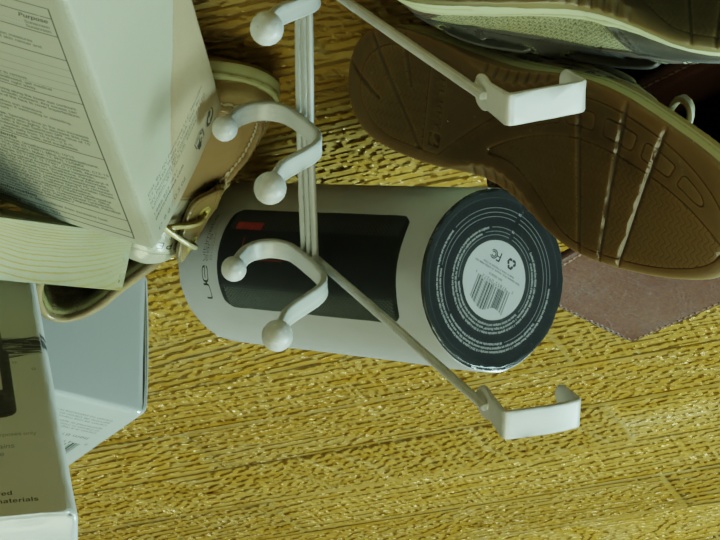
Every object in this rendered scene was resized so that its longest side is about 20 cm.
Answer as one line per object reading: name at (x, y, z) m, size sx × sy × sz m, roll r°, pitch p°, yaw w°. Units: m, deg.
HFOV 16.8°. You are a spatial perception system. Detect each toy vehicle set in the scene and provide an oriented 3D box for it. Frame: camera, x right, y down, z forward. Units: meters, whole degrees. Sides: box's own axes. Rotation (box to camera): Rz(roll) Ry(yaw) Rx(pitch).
toy vehicle set at (-0.218, -0.024, 1.079) m, size 0.200 × 0.027 × 0.124 m, roll 11°, pitch -179°, yaw 22°

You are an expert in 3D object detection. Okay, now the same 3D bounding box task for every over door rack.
over door rack at (0.002, -0.032, 0.970) m, size 0.067 × 0.200 × 0.148 m, roll -20°, pitch 122°, yaw -33°

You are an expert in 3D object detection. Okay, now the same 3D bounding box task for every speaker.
speaker at (0.000, 0.000, 1.121) m, size 0.081 × 0.081 × 0.200 m, roll 19°, pitch 172°, yaw -35°

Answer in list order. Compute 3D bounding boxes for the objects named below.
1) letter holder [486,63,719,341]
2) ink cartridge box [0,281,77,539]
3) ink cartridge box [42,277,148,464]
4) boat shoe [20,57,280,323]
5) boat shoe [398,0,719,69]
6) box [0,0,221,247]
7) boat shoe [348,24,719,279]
letter holder at (0.143, -0.065, 1.055) m, size 0.142 × 0.101 × 0.200 m, roll 23°, pitch 145°, yaw -37°
ink cartridge box at (-0.180, 0.101, 1.115) m, size 0.083 × 0.200 × 0.145 m, roll -4°, pitch 127°, yaw -12°
ink cartridge box at (-0.225, 0.060, 1.306) m, size 0.146 × 0.083 × 0.200 m, roll 15°, pitch 149°, yaw -31°
boat shoe at (-0.098, -0.033, 1.143) m, size 0.074 × 0.066 × 0.200 m, roll 13°, pitch 150°, yaw -27°
boat shoe at (0.107, -0.117, 0.977) m, size 0.201 × 0.072 × 0.066 m, roll 6°, pitch 169°, yaw 12°
box at (-0.123, -0.097, 0.972) m, size 0.095 × 0.078 × 0.200 m, roll 19°, pitch 157°, yaw 13°
boat shoe at (0.087, -0.059, 1.013) m, size 0.063 × 0.200 × 0.073 m, roll -20°, pitch 131°, yaw -48°
